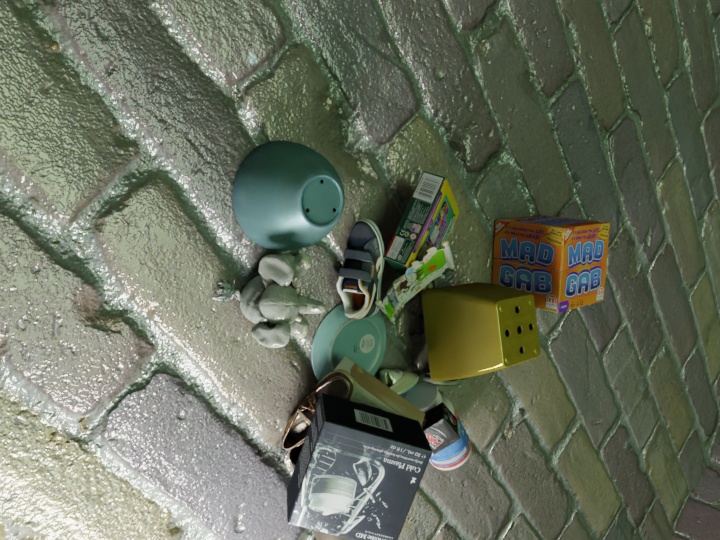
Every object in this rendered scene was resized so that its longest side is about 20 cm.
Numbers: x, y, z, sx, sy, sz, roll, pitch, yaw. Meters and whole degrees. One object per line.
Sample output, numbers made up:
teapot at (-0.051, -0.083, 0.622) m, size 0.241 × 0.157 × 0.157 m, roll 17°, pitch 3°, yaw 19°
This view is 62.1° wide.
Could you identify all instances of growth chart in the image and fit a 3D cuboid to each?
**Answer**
growth chart at (0.113, 0.022, 1.220) m, size 0.200 × 0.018 × 0.145 m, roll -41°, pitch 153°, yaw 5°

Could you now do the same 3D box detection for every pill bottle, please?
pill bottle at (0.176, 0.360, 1.389) m, size 0.112 × 0.112 × 0.200 m, roll -43°, pitch 123°, yaw -25°

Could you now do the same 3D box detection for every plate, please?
plate at (-0.015, 0.163, 1.253) m, size 0.200 × 0.026 × 0.201 m, roll -8°, pitch 103°, yaw -37°

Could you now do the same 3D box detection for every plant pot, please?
plant pot at (0.273, 0.128, 1.296) m, size 0.199 × 0.176 × 0.201 m, roll -6°, pitch 89°, yaw -40°
plant pot at (-0.105, -0.127, 1.052) m, size 0.200 × 0.135 × 0.201 m, roll -8°, pitch 104°, yaw -37°

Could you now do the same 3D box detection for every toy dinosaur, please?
toy dinosaur at (0.152, 0.106, 1.366) m, size 0.088 × 0.047 × 0.201 m, roll -32°, pitch 121°, yaw -38°

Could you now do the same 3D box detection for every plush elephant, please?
plush elephant at (-0.137, 0.054, 1.047) m, size 0.199 × 0.155 × 0.165 m, roll 4°, pitch 96°, yaw -40°

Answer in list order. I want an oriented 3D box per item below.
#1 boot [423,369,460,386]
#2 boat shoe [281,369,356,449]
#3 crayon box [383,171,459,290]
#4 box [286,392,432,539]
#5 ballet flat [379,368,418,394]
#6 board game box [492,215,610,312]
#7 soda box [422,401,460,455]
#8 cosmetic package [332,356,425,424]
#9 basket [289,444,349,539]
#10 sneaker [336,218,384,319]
boot at (0.216, 0.183, 1.405) m, size 0.203 × 0.073 × 0.154 m, roll -4°, pitch 100°, yaw -53°
boat shoe at (-0.084, 0.268, 1.126) m, size 0.072 × 0.200 × 0.072 m, roll 45°, pitch 23°, yaw 1°
crayon box at (0.134, -0.079, 1.261) m, size 0.201 × 0.058 × 0.173 m, roll -64°, pitch 157°, yaw -10°
box at (-0.007, 0.352, 1.058) m, size 0.199 × 0.124 × 0.197 m, roll 18°, pitch 100°, yaw -10°
ballet flat at (0.046, 0.253, 1.295) m, size 0.200 × 0.069 × 0.070 m, roll -26°, pitch 114°, yaw -33°
board game box at (0.473, -0.025, 1.496) m, size 0.199 × 0.200 × 0.201 m, roll -8°, pitch 104°, yaw -38°
soda box at (0.118, 0.373, 1.295) m, size 0.200 × 0.071 × 0.063 m, roll -37°, pitch 102°, yaw 16°
cosmetic package at (0.016, 0.273, 1.176) m, size 0.105 × 0.200 × 0.071 m, roll -55°, pitch 175°, yaw 20°
basket at (-0.047, 0.443, 1.216) m, size 0.180 × 0.136 × 0.201 m, roll -13°, pitch 111°, yaw -24°
sneaker at (0.000, 0.000, 1.187) m, size 0.079 × 0.078 × 0.201 m, roll -16°, pitch 106°, yaw -53°
